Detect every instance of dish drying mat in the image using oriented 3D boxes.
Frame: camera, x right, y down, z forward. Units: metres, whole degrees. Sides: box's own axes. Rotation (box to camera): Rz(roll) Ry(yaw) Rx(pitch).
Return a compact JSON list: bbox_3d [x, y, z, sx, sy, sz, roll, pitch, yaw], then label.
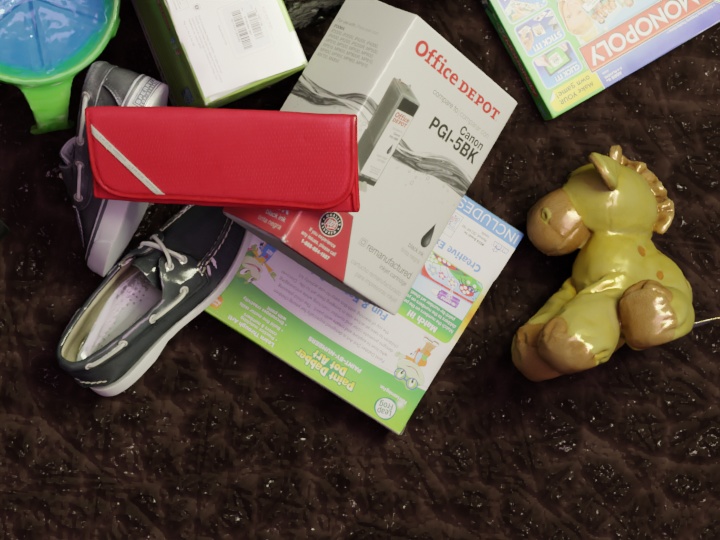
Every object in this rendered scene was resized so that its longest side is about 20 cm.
[{"bbox_3d":[-0.100,-0.080,1.352,0.200,0.018,0.077,4,115,11],"label":"dish drying mat"}]

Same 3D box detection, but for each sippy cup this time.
[{"bbox_3d":[-0.255,-0.204,1.437,0.140,0.130,0.178,25,86,-10],"label":"sippy cup"}]

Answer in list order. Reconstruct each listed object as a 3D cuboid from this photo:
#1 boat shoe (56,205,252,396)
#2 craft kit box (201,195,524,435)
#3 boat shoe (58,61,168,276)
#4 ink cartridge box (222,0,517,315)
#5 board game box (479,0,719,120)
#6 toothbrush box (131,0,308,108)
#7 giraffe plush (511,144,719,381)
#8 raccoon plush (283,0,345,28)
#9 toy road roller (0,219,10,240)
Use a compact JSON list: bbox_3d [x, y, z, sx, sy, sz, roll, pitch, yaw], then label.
[{"bbox_3d":[-0.161,0.011,1.480,0.076,0.060,0.200,32,84,34],"label":"boat shoe"},{"bbox_3d":[0.000,0.000,1.537,0.200,0.049,0.198,34,82,-10],"label":"craft kit box"},{"bbox_3d":[-0.199,-0.078,1.442,0.068,0.200,0.072,25,49,6],"label":"boat shoe"},{"bbox_3d":[0.010,-0.089,1.443,0.147,0.083,0.200,34,85,-44],"label":"ink cartridge box"},{"bbox_3d":[0.211,-0.234,1.579,0.200,0.029,0.135,-31,96,-9],"label":"board game box"},{"bbox_3d":[-0.119,-0.200,1.428,0.086,0.200,0.146,-22,95,-11],"label":"toothbrush box"},{"bbox_3d":[0.201,-0.014,1.526,0.200,0.173,0.162,-18,87,-19],"label":"giraffe plush"},{"bbox_3d":[-0.043,-0.271,1.440,0.097,0.200,0.134,-17,84,-9],"label":"raccoon plush"},{"bbox_3d":[-0.362,-0.051,1.411,0.123,0.146,0.200,-45,99,-7],"label":"toy road roller"}]
